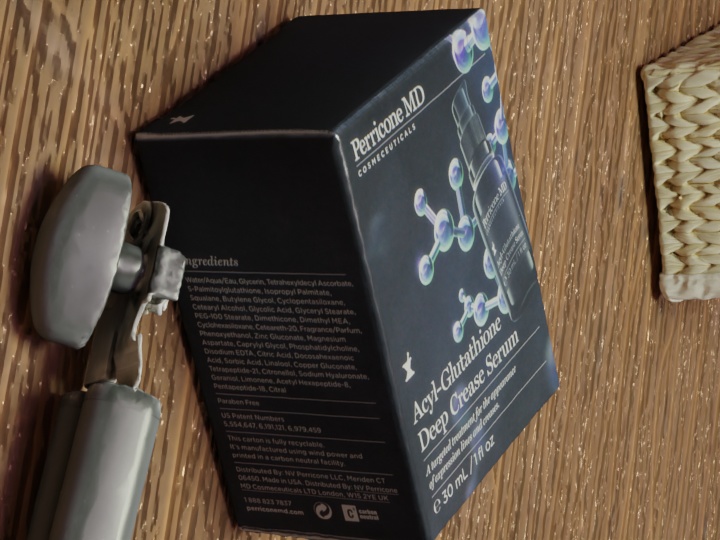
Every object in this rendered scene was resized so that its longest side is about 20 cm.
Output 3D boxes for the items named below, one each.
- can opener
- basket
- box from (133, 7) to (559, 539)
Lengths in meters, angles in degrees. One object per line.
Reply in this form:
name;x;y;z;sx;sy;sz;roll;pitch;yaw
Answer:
can opener;-0.113;0.061;0.861;0.066;0.053;0.202;15;73;-24
basket;0.312;-0.082;1.432;0.198;0.199;0.162;-31;115;-56
box;0.000;0.000;0.984;0.148;0.106;0.201;-44;127;-50
